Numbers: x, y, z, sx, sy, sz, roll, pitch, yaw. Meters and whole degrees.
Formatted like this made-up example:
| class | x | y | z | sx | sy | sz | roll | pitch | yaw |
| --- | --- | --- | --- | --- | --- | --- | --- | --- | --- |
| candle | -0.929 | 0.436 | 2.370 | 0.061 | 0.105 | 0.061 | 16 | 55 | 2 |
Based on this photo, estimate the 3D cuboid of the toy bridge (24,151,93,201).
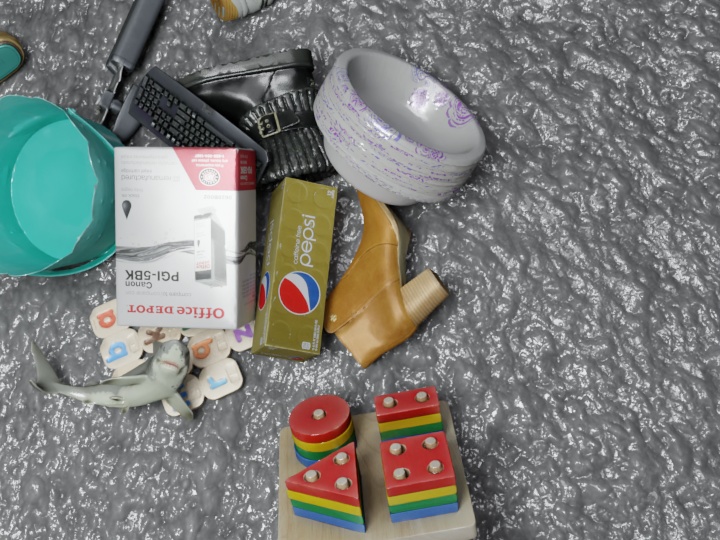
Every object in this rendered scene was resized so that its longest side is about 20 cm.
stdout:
| class | x | y | z | sx | sy | sz | roll | pitch | yaw |
| --- | --- | --- | --- | --- | --- | --- | --- | --- | --- |
| toy bridge | -0.314 | -0.113 | 1.204 | 0.198 | 0.027 | 0.068 | 24 | 78 | 10 |

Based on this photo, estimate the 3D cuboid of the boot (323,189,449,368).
| class | x | y | z | sx | sy | sz | roll | pitch | yaw |
| --- | --- | --- | --- | --- | --- | --- | --- | --- | --- |
| boot | 0.001 | 0.001 | 1.138 | 0.144 | 0.071 | 0.202 | -37 | 62 | 10 |

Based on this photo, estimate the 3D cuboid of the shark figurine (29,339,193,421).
| class | x | y | z | sx | sy | sz | roll | pitch | yaw |
| --- | --- | --- | --- | --- | --- | --- | --- | --- | --- |
| shark figurine | -0.268 | 0.115 | 1.117 | 0.212 | 0.129 | 0.090 | -10 | 48 | 19 |

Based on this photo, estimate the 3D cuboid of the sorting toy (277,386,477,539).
| class | x | y | z | sx | sy | sz | roll | pitch | yaw |
| --- | --- | --- | --- | --- | --- | --- | --- | --- | --- |
| sorting toy | 0.007 | 0.199 | 1.020 | 0.196 | 0.201 | 0.070 | -10 | 120 | 1 |

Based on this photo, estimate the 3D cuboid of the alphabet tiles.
| class | x | y | z | sx | sy | sz | roll | pitch | yaw |
| --- | --- | --- | --- | --- | --- | --- | --- | --- | --- |
| alphabet tiles | -0.216 | 0.066 | 1.159 | 0.194 | 0.015 | 0.202 | -23 | 76 | -3 |

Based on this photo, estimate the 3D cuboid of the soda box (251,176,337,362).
| class | x | y | z | sx | sy | sz | roll | pitch | yaw |
| --- | --- | --- | --- | --- | --- | --- | --- | --- | --- |
| soda box | -0.077 | -0.001 | 1.129 | 0.067 | 0.064 | 0.202 | 11 | 73 | -18 |

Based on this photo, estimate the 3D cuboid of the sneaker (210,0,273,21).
| class | x | y | z | sx | sy | sz | roll | pitch | yaw |
| --- | --- | --- | --- | --- | --- | --- | --- | --- | --- |
| sneaker | -0.172 | -0.416 | 1.259 | 0.087 | 0.076 | 0.202 | -20 | 78 | -18 |

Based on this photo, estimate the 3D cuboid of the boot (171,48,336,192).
| class | x | y | z | sx | sy | sz | roll | pitch | yaw |
| --- | --- | --- | --- | --- | --- | --- | --- | --- | --- |
| boot | -0.137 | -0.170 | 1.182 | 0.209 | 0.079 | 0.160 | -11 | 89 | 15 |

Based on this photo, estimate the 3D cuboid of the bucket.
| class | x | y | z | sx | sy | sz | roll | pitch | yaw |
| --- | --- | --- | --- | --- | --- | --- | --- | --- | --- |
| bucket | -0.363 | -0.093 | 1.122 | 0.205 | 0.135 | 0.210 | 1 | 93 | 13 |

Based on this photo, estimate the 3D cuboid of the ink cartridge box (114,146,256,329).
| class | x | y | z | sx | sy | sz | roll | pitch | yaw |
| --- | --- | --- | --- | --- | --- | --- | --- | --- | --- |
| ink cartridge box | -0.196 | -0.038 | 1.099 | 0.145 | 0.083 | 0.203 | 1 | 96 | 7 |

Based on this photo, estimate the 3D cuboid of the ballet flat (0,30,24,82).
| class | x | y | z | sx | sy | sz | roll | pitch | yaw |
| --- | --- | --- | --- | --- | --- | --- | --- | --- | --- |
| ballet flat | -0.518 | -0.236 | 1.240 | 0.199 | 0.069 | 0.063 | -35 | 48 | -8 |

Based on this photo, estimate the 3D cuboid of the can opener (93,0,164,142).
| class | x | y | z | sx | sy | sz | roll | pitch | yaw |
| --- | --- | --- | --- | --- | --- | --- | --- | --- | --- |
| can opener | -0.286 | -0.260 | 1.237 | 0.066 | 0.053 | 0.202 | 26 | 76 | -23 |

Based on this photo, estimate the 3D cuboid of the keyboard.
| class | x | y | z | sx | sy | sz | roll | pitch | yaw |
| --- | --- | --- | --- | --- | --- | --- | --- | --- | --- |
| keyboard | -0.204 | -0.142 | 1.169 | 0.199 | 0.021 | 0.128 | 38 | 122 | 15 |

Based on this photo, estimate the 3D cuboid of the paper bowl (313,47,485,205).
| class | x | y | z | sx | sy | sz | roll | pitch | yaw |
| --- | --- | --- | --- | --- | --- | --- | --- | --- | --- |
| paper bowl | 0.037 | -0.156 | 1.124 | 0.200 | 0.200 | 0.105 | 43 | 125 | 12 |
